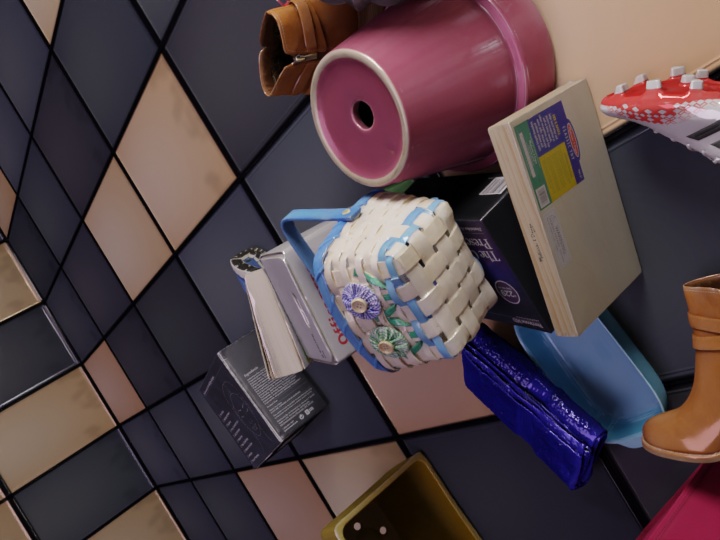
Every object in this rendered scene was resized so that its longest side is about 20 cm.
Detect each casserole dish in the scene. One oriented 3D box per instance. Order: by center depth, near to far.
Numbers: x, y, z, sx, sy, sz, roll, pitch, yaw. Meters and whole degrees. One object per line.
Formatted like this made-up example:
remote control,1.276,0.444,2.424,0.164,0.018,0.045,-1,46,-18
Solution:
casserole dish,0.253,0.099,0.782,0.201,0.039,0.121,54,145,7

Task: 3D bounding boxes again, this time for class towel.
towel,0.195,0.166,0.854,0.200,0.049,0.148,44,158,33

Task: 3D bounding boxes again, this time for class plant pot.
plant pot,0.057,-0.174,0.695,0.199,0.178,0.202,32,138,34
plant pot,0.047,0.446,1.177,0.197,0.193,0.200,55,150,4

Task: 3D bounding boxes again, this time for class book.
book,-0.092,0.056,0.959,0.047,0.200,0.135,-17,91,10

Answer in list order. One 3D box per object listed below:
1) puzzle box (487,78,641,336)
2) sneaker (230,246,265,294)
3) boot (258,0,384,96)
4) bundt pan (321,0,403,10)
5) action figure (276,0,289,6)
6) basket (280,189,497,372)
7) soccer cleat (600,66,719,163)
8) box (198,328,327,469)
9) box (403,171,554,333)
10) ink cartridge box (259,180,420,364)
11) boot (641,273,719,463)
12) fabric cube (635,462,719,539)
puzzle box,0.192,-0.060,0.655,0.025,0.132,0.202,-5,111,50
sneaker,-0.140,0.035,1.200,0.199,0.078,0.090,34,147,43
boot,-0.039,-0.214,0.802,0.076,0.155,0.202,34,139,29
bundt pan,0.012,-0.315,0.647,0.201,0.202,0.076,38,164,26
action figure,-0.057,-0.311,0.849,0.065,0.052,0.202,17,131,38
basket,0.018,0.008,0.711,0.199,0.139,0.177,0,130,55
soccer cleat,0.283,-0.112,0.562,0.198,0.068,0.086,12,121,41
box,-0.190,0.241,1.363,0.197,0.123,0.200,50,145,9
box,0.124,-0.023,0.753,0.142,0.079,0.199,51,163,-20
ink cartridge box,0.000,0.000,0.871,0.087,0.199,0.147,-7,112,61
boot,0.324,0.084,0.652,0.199,0.073,0.156,-26,94,40
fabric cube,0.355,0.343,0.704,0.199,0.195,0.201,40,142,27
